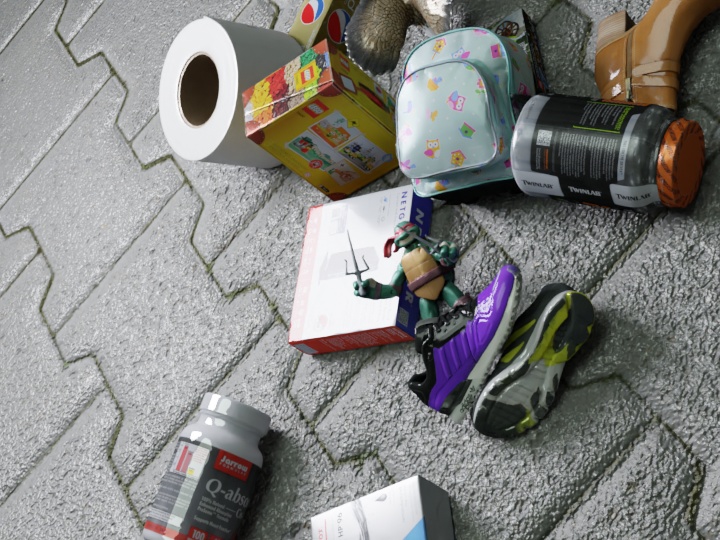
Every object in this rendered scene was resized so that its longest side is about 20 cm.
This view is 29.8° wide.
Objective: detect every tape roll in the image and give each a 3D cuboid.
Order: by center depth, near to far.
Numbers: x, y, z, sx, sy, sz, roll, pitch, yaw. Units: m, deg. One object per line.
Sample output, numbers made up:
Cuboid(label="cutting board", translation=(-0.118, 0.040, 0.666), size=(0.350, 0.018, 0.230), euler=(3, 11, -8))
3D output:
Cuboid(label="tape roll", translation=(-0.182, -0.254, 1.960), size=(0.201, 0.138, 0.206), euler=(-4, 84, 48))

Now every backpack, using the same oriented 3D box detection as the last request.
Cuboid(label="backpack", translation=(0.130, -0.197, 1.663), size=(0.174, 0.153, 0.203), euler=(-11, 77, 34))

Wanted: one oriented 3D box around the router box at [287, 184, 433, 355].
Cuboid(label="router box", translation=(0.000, 0.000, 1.768), size=(0.178, 0.049, 0.203), euler=(-11, 59, 36))

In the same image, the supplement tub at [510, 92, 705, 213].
Cuboid(label="supplement tub", translation=(0.282, -0.133, 1.541), size=(0.198, 0.122, 0.124), euler=(12, 74, 35))

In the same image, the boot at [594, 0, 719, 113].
Cuboid(label="boot", translation=(0.359, -0.258, 1.587), size=(0.198, 0.076, 0.157), euler=(-20, 53, 34))

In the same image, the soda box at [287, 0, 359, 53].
Cuboid(label="soda box", translation=(-0.039, -0.395, 2.013), size=(0.064, 0.068, 0.202), euler=(13, 75, 44))

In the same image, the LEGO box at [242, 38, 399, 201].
Cuboid(label="LEGO box", translation=(-0.039, -0.195, 1.805), size=(0.148, 0.199, 0.078), euler=(-28, 51, 25))

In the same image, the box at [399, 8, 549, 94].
Cuboid(label="box", translation=(0.148, -0.241, 1.787), size=(0.198, 0.038, 0.138), euler=(-27, 51, 27))

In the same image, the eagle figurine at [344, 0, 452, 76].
Cuboid(label="eagle figurine", translation=(0.071, -0.355, 1.839), size=(0.149, 0.200, 0.153), euler=(20, 115, 9))

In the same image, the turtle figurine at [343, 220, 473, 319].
Cuboid(label="turtle figurine", translation=(0.077, 0.009, 1.625), size=(0.149, 0.100, 0.202), euler=(-36, 82, 36))

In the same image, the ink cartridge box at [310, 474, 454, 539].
Cuboid(label="ink cartridge box", translation=(0.010, 0.329, 1.559), size=(0.198, 0.068, 0.117), euler=(-27, 51, 27))

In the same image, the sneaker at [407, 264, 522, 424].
Cuboid(label="sneaker", translation=(0.112, 0.074, 1.546), size=(0.099, 0.070, 0.202), euler=(26, 110, 4))

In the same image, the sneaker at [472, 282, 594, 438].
Cuboid(label="sneaker", translation=(0.195, 0.102, 1.542), size=(0.201, 0.074, 0.085), euler=(-54, 15, 12))

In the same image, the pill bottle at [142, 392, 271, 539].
Cuboid(label="pill bottle", translation=(-0.192, 0.267, 1.733), size=(0.115, 0.116, 0.202), euler=(8, 72, 42))
